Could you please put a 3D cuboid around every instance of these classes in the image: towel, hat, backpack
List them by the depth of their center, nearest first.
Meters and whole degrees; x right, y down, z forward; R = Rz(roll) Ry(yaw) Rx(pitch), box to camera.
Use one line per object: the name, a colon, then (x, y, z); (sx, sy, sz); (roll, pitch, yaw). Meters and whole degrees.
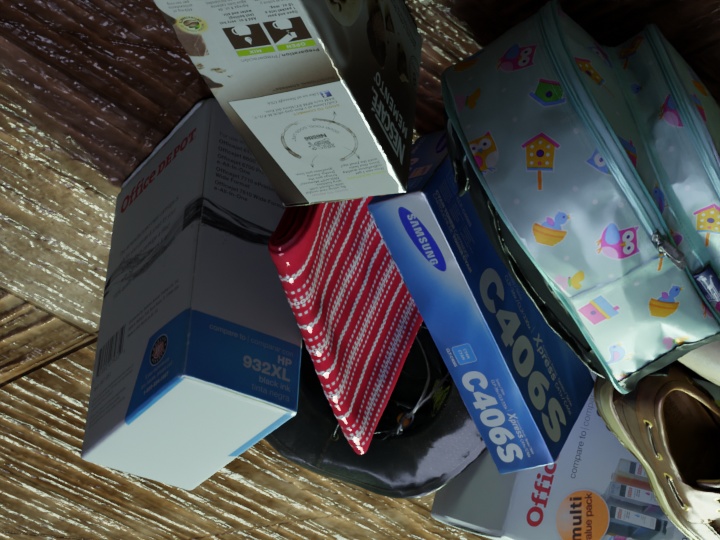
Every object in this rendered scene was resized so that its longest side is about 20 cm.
backpack: (0.137, -0.054, 1.207); (0.153, 0.176, 0.200); (-34, 130, 19)
towel: (0.000, 0.000, 1.320); (0.022, 0.145, 0.200); (7, 141, 25)
hat: (0.015, 0.057, 1.488); (0.199, 0.202, 0.081); (4, -166, 14)

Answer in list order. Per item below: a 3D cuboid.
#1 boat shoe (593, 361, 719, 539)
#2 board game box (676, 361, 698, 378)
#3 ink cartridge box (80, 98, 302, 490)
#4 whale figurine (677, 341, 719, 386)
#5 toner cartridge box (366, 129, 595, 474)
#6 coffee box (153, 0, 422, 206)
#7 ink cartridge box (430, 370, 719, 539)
boat shoe: (0.230, 0.132, 1.393); (0.200, 0.072, 0.068); (49, 170, -26)
board game box: (0.181, 0.022, 1.469); (0.199, 0.024, 0.105); (21, 148, -25)
ink cartridge box: (-0.101, 0.016, 1.338); (0.083, 0.201, 0.145); (19, 146, -24)
whale figurine: (0.242, 0.022, 1.327); (0.200, 0.104, 0.159); (33, -179, 40)
toner cartridge box: (0.079, 0.018, 1.328); (0.043, 0.095, 0.201); (-15, 113, 30)
coffee box: (-0.035, -0.137, 1.159); (0.079, 0.114, 0.200); (-6, 146, 19)
ink cartridge box: (0.176, 0.137, 1.498); (0.199, 0.146, 0.145); (16, 175, -17)
